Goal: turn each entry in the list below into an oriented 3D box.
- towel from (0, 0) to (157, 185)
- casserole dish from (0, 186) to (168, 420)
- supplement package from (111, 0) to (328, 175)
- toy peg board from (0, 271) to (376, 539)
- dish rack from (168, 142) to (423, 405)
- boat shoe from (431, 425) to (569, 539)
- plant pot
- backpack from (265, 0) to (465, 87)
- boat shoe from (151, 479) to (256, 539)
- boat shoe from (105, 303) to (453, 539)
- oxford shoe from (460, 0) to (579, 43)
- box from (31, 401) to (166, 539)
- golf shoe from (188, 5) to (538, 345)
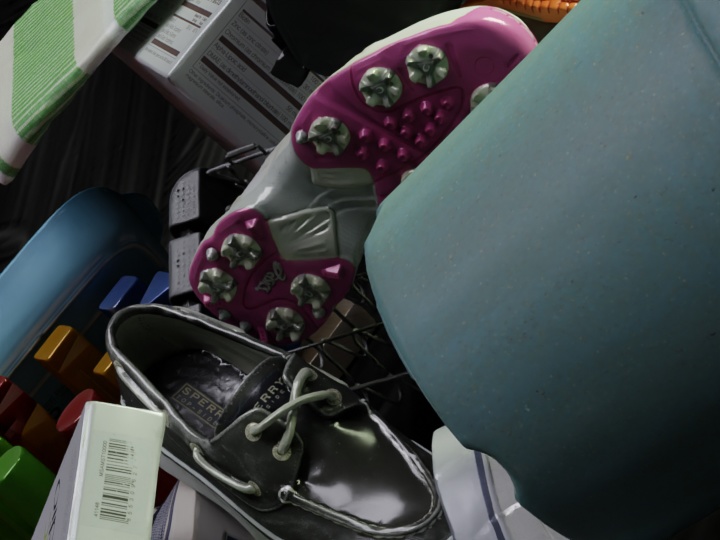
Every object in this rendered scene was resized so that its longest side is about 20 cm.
[{"bbox_3d":[-0.123,-0.144,1.380,0.200,0.023,0.153,-45,22,15],"label":"towel"},{"bbox_3d":[-0.163,0.047,1.445,0.039,0.121,0.200,32,77,33],"label":"casserole dish"},{"bbox_3d":[-0.030,-0.104,1.374,0.111,0.156,0.200,-50,21,-1],"label":"supplement package"},{"bbox_3d":[-0.123,0.069,1.330,0.199,0.098,0.200,-54,22,-16],"label":"toy peg board"},{"bbox_3d":[0.000,0.000,1.200,0.199,0.055,0.154,-18,59,26],"label":"dish rack"},{"bbox_3d":[0.072,0.103,0.955,0.070,0.071,0.200,-18,19,0],"label":"boat shoe"},{"bbox_3d":[0.119,-0.021,0.880,0.196,0.200,0.200,-40,22,23],"label":"plant pot"},{"bbox_3d":[0.020,-0.187,1.156,0.126,0.167,0.200,-1,27,20],"label":"backpack"},{"bbox_3d":[-0.077,0.166,1.129,0.093,0.075,0.200,-51,14,34],"label":"boat shoe"},{"bbox_3d":[-0.033,0.070,1.097,0.200,0.064,0.071,24,59,38],"label":"boat shoe"},{"bbox_3d":[0.088,-0.116,1.201,0.200,0.073,0.071,4,50,41],"label":"oxford shoe"},{"bbox_3d":[-0.120,0.158,1.088,0.200,0.036,0.145,117,161,-59],"label":"box"},{"bbox_3d":[0.004,-0.054,1.108,0.200,0.075,0.092,-40,16,37],"label":"golf shoe"}]
